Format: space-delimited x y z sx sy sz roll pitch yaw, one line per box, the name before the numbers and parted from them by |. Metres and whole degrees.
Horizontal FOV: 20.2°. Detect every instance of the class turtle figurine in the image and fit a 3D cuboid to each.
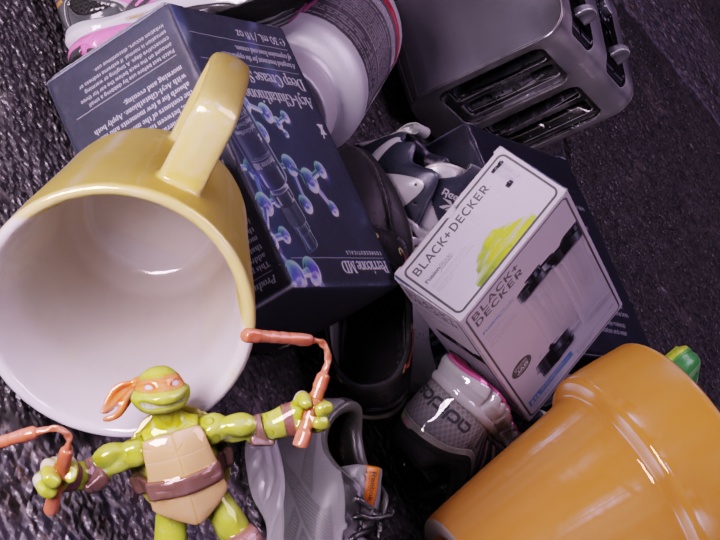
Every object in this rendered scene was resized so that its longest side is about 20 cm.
turtle figurine | -0.102 0.118 1.072 0.064 0.199 0.162 -153 -132 -71

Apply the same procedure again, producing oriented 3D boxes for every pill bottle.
pill bottle | -0.040 -0.148 1.486 0.111 0.111 0.200 54 24 -13

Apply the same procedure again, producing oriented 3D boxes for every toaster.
toaster | 0.125 -0.194 1.785 0.181 0.200 0.119 36 35 -56

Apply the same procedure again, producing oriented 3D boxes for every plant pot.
plant pot | 0.151 0.178 1.359 0.200 0.183 0.200 56 -17 26

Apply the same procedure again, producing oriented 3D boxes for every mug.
mug | -0.111 -0.016 1.132 0.150 0.186 0.153 57 16 -19

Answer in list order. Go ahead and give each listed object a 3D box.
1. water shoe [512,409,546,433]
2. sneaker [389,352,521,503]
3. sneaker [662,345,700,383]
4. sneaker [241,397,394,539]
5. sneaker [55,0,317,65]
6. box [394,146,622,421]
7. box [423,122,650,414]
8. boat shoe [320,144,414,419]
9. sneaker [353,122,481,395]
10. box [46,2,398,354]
water shoe | 0.152 0.192 1.525 0.079 0.071 0.200 43 29 -37
sneaker | 0.066 0.127 1.440 0.074 0.087 0.200 44 -6 23
sneaker | 0.249 0.158 1.629 0.074 0.083 0.201 -11 113 -68
sneaker | -0.015 0.166 1.222 0.074 0.079 0.201 29 40 -52
sneaker | -0.110 -0.197 1.333 0.199 0.080 0.087 -18 80 -26
box | 0.105 0.014 1.385 0.060 0.117 0.200 36 -9 29
box | 0.117 0.007 1.609 0.197 0.117 0.201 12 53 -60
boat shoe | 0.003 0.000 1.407 0.063 0.073 0.202 84 0 -67
sneaker | 0.043 -0.019 1.480 0.079 0.129 0.200 25 41 -50
box | -0.087 -0.054 1.296 0.148 0.107 0.200 -1 64 -64
